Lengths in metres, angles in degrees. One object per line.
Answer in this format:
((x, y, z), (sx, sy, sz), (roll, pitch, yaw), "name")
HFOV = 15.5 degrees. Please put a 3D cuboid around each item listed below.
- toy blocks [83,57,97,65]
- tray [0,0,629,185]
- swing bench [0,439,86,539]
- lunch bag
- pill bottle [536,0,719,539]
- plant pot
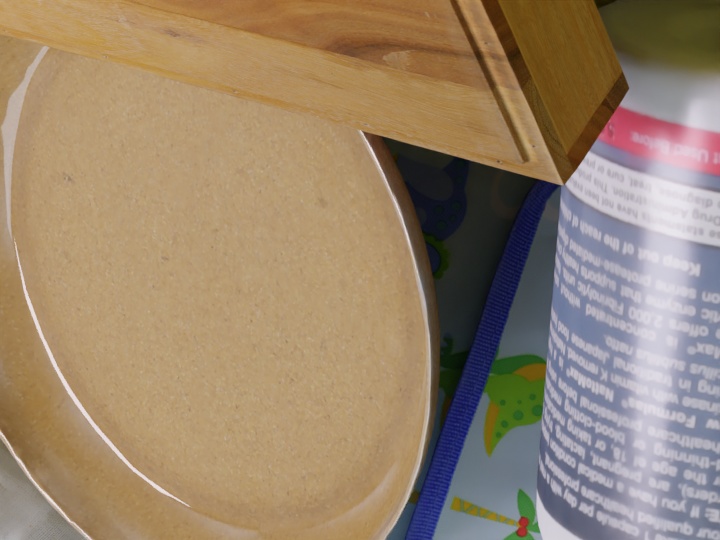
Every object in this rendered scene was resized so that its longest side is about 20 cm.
((-0.095, -0.130, 0.849), (0.137, 0.100, 0.200), (42, 160, 15), "toy blocks")
((-0.039, -0.084, 0.650), (0.200, 0.037, 0.099), (16, 151, 35), "tray")
((-0.239, 0.134, 1.552), (0.199, 0.130, 0.200), (44, 163, -23), "swing bench")
((0.053, 0.041, 0.827), (0.200, 0.170, 0.127), (21, -176, 27), "lunch bag")
((0.107, 0.034, 0.702), (0.119, 0.119, 0.200), (18, 112, 37), "pill bottle")
((-0.051, 0.001, 0.774), (0.200, 0.027, 0.200), (17, 119, 35), "plant pot")
